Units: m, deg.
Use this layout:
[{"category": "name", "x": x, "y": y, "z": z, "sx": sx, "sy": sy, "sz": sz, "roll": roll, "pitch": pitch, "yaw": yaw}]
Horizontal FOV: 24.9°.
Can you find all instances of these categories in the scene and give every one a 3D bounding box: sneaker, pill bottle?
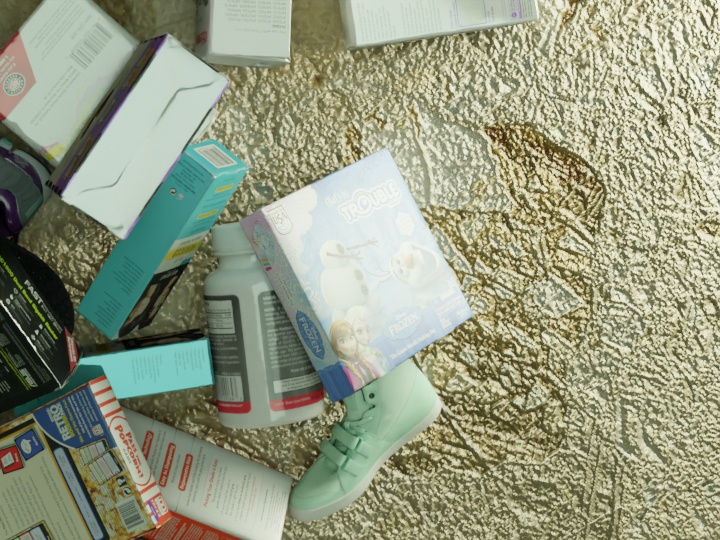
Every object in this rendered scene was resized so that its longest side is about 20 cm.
[{"category": "sneaker", "x": -0.364, "y": 0.009, "z": 1.560, "sx": 0.200, "sy": 0.072, "sz": 0.083, "roll": 41, "pitch": 119, "yaw": -11}, {"category": "sneaker", "x": -0.394, "y": -0.108, "z": 1.568, "sx": 0.199, "sy": 0.074, "sz": 0.088, "roll": 33, "pitch": 53, "yaw": -13}, {"category": "pill bottle", "x": -0.100, "y": 0.051, "z": 1.640, "sx": 0.110, "sy": 0.111, "sz": 0.202, "roll": -7, "pitch": 94, "yaw": -12}, {"category": "sneaker", "x": -0.018, "y": 0.158, "z": 1.672, "sx": 0.200, "sy": 0.074, "sz": 0.119, "roll": -42, "pitch": 124, "yaw": -15}]

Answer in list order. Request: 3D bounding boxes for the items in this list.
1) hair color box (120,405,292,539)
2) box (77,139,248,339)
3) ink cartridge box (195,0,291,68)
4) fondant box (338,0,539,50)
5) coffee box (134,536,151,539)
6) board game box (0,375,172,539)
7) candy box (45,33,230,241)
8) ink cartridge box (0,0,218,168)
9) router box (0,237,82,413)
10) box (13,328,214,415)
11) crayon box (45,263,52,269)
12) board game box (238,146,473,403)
[{"category": "hair color box", "x": -0.174, "y": 0.224, "z": 1.640, "sx": 0.199, "sy": 0.102, "sz": 0.061, "roll": 25, "pitch": 132, "yaw": -13}, {"category": "box", "x": -0.192, "y": -0.030, "z": 1.583, "sx": 0.049, "sy": 0.082, "sz": 0.201, "roll": 38, "pitch": 110, "yaw": 10}, {"category": "ink cartridge box", "x": -0.114, "y": -0.303, "z": 1.591, "sx": 0.082, "sy": 0.147, "sz": 0.202, "roll": 1, "pitch": 93, "yaw": -11}, {"category": "fondant box", "x": 0.074, "y": -0.314, "z": 1.678, "sx": 0.198, "sy": 0.058, "sz": 0.146, "roll": -10, "pitch": 97, "yaw": -12}, {"category": "coffee box", "x": -0.230, "y": 0.321, "z": 1.634, "sx": 0.199, "sy": 0.080, "sz": 0.114, "roll": 24, "pitch": 89, "yaw": -2}, {"category": "board game box", "x": -0.301, "y": 0.211, "z": 1.552, "sx": 0.199, "sy": 0.046, "sz": 0.152, "roll": -25, "pitch": 89, "yaw": 14}, {"category": "candy box", "x": -0.205, "y": -0.122, "z": 1.471, "sx": 0.071, "sy": 0.200, "sz": 0.168, "roll": 34, "pitch": 87, "yaw": -15}, {"category": "ink cartridge box", "x": -0.263, "y": -0.165, "z": 1.601, "sx": 0.200, "sy": 0.086, "sz": 0.148, "roll": 42, "pitch": 85, "yaw": -14}, {"category": "router box", "x": -0.373, "y": 0.042, "z": 1.502, "sx": 0.149, "sy": 0.062, "sz": 0.201, "roll": -22, "pitch": 112, "yaw": 24}, {"category": "box", "x": -0.250, "y": 0.100, "z": 1.627, "sx": 0.198, "sy": 0.082, "sz": 0.050, "roll": -8, "pitch": 97, "yaw": -12}, {"category": "crayon box", "x": -0.404, "y": 0.054, "z": 1.605, "sx": 0.125, "sy": 0.052, "sz": 0.201, "roll": 29, "pitch": 89, "yaw": -13}, {"category": "board game box", "x": 0.000, "y": 0.000, "z": 1.628, "sx": 0.199, "sy": 0.043, "sz": 0.200, "roll": -30, "pitch": 92, "yaw": -44}]
